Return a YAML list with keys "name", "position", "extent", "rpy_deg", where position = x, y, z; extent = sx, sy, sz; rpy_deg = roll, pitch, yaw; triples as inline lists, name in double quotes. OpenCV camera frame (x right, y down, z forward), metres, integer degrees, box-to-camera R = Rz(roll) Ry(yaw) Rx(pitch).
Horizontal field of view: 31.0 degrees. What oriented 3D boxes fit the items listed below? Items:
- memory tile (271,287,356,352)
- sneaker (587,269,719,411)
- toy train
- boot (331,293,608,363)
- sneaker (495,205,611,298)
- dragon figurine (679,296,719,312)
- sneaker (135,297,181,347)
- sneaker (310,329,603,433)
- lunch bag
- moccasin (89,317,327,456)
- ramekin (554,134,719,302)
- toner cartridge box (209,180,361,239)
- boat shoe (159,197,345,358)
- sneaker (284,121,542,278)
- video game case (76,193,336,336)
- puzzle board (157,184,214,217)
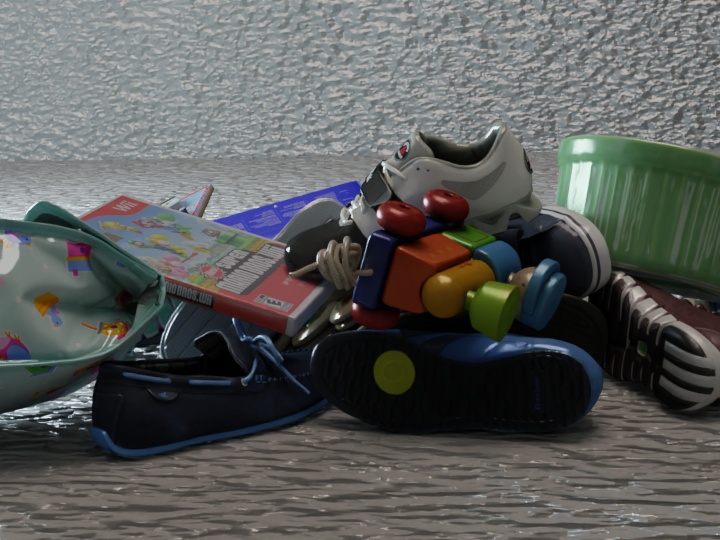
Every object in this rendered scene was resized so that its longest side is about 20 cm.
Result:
- name: "memory tile"
  position: [0.000, 0.000, 1.060]
  extent: [0.153, 0.017, 0.200]
  rpy_deg: [-30, 15, 44]
- name: "sneaker"
  position: [0.251, 0.055, 0.973]
  extent: [0.114, 0.076, 0.200]
  rpy_deg: [2, 18, -15]
- name: "toy train"
  position: [0.051, 0.012, 0.846]
  extent: [0.115, 0.085, 0.200]
  rpy_deg: [23, 20, 23]
- name: "boot"
  position: [0.076, 0.044, 1.023]
  extent: [0.201, 0.074, 0.154]
  rpy_deg: [-5, 9, -12]
- name: "sneaker"
  position: [0.113, -0.010, 1.047]
  extent: [0.079, 0.079, 0.199]
  rpy_deg: [-22, 18, -26]
- name: "dragon figurine"
  position: [0.349, 0.012, 1.192]
  extent: [0.098, 0.060, 0.200]
  rpy_deg: [-1, 10, 7]
- name: "sneaker"
  position: [-0.165, 0.048, 1.128]
  extent: [0.198, 0.088, 0.075]
  rpy_deg: [-22, 39, 1]
- name: "sneaker"
  position: [0.066, 0.074, 0.893]
  extent: [0.198, 0.067, 0.078]
  rpy_deg: [3, 5, 15]
- name: "lunch bag"
  position: [-0.240, 0.034, 0.885]
  extent: [0.198, 0.123, 0.170]
  rpy_deg: [-4, -17, -23]
- name: "moccasin"
  position: [-0.091, 0.074, 0.891]
  extent: [0.080, 0.069, 0.199]
  rpy_deg: [7, 14, 42]
- name: "ramekin"
  position: [0.250, -0.038, 1.069]
  extent: [0.198, 0.099, 0.200]
  rpy_deg: [14, -2, 1]
- name: "toner cartridge box"
  position: [-0.071, -0.027, 1.339]
  extent: [0.198, 0.043, 0.095]
  rpy_deg: [-17, 45, -20]
- name: "boat shoe"
  position: [-0.079, 0.022, 1.066]
  extent: [0.200, 0.072, 0.062]
  rpy_deg: [-40, -13, -18]
- name: "sneaker"
  position: [0.030, -0.059, 0.973]
  extent: [0.198, 0.089, 0.074]
  rpy_deg: [-19, 28, 1]
- name: "video game case"
  position: [-0.121, -0.008, 0.981]
  extent: [0.198, 0.018, 0.143]
  rpy_deg: [17, 20, 10]
- name: "puzzle board"
  position: [-0.229, -0.009, 1.161]
  extent: [0.199, 0.017, 0.151]
  rpy_deg: [-26, 21, 14]
